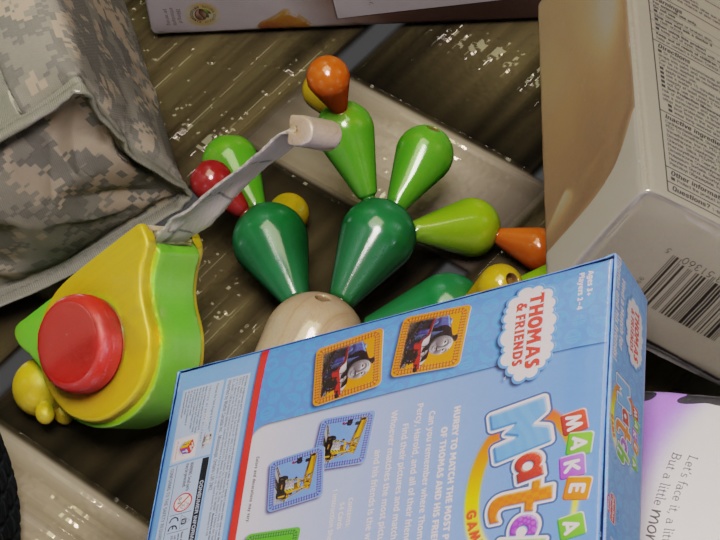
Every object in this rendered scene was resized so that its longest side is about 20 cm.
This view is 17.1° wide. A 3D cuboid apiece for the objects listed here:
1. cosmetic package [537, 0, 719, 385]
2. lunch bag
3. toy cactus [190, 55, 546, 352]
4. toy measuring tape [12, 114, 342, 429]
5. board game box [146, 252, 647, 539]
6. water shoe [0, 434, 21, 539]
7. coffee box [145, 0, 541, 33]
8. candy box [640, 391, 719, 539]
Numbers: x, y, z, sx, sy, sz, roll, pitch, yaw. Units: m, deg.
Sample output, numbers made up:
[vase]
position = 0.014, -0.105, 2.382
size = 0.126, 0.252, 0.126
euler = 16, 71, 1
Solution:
[cosmetic package]
position = 0.136, -0.056, 1.024
size = 0.105, 0.071, 0.201
euler = 27, 38, -19
[lunch bag]
position = -0.199, -0.064, 1.083
size = 0.199, 0.118, 0.165
euler = -31, 51, 12
[toy cactus]
position = 0.000, 0.000, 1.036
size = 0.199, 0.102, 0.165
euler = 25, 67, 15
[toy measuring tape]
position = -0.074, 0.014, 0.999
size = 0.200, 0.073, 0.074
euler = -35, 42, 29
[board game box]
position = 0.010, 0.083, 0.910
size = 0.199, 0.037, 0.152
euler = -16, 44, 26
[water shoe]
position = -0.186, 0.138, 0.949
size = 0.078, 0.072, 0.201
euler = -3, 50, 8
[coffee box]
position = -0.007, -0.186, 1.187
size = 0.199, 0.080, 0.115
euler = -1, 50, 6
[candy box]
position = 0.125, 0.133, 0.913
size = 0.199, 0.072, 0.168
euler = 4, 51, 12
